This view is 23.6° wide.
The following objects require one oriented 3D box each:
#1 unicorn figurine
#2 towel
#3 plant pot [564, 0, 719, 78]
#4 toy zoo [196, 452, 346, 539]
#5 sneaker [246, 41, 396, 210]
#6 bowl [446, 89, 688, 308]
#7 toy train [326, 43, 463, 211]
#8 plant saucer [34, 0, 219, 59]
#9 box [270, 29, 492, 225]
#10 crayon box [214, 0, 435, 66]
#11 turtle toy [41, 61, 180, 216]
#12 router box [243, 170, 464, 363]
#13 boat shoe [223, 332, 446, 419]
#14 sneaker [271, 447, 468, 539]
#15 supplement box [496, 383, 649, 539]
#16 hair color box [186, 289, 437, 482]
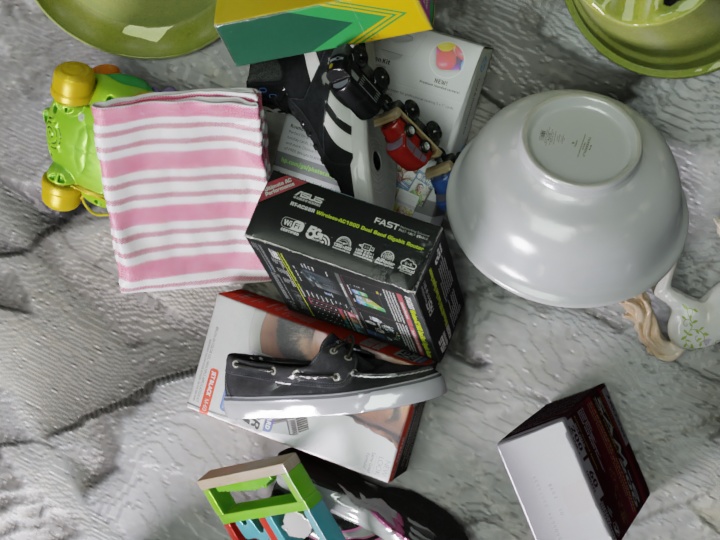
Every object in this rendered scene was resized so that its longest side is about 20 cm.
[{"bbox_3d":[0.313,0.018,1.413,0.200,0.074,0.138,-24,88,34],"label":"unicorn figurine"},{"bbox_3d":[-0.148,-0.064,1.482,0.146,0.030,0.200,-5,125,-2],"label":"towel"},{"bbox_3d":[0.234,-0.252,1.347,0.200,0.184,0.201,2,96,18],"label":"plant pot"},{"bbox_3d":[-0.053,0.256,1.522,0.131,0.020,0.200,-17,106,48],"label":"toy zoo"},{"bbox_3d":[-0.037,-0.126,1.468,0.112,0.073,0.201,-9,84,21],"label":"sneaker"},{"bbox_3d":[0.171,-0.077,1.375,0.200,0.090,0.202,2,54,-2],"label":"bowl"},{"bbox_3d":[0.042,-0.108,1.425,0.034,0.046,0.200,-18,128,43],"label":"toy train"},{"bbox_3d":[-0.198,-0.271,1.512,0.199,0.031,0.200,3,138,3],"label":"plant saucer"},{"bbox_3d":[0.012,-0.120,1.506,0.155,0.041,0.201,18,101,15],"label":"box"},{"bbox_3d":[-0.023,-0.274,1.437,0.172,0.058,0.200,-7,53,18],"label":"crayon box"},{"bbox_3d":[-0.193,-0.110,1.539,0.199,0.101,0.146,22,124,12],"label":"turtle toy"},{"bbox_3d":[0.000,0.000,1.433,0.149,0.200,0.062,20,75,15],"label":"router box"},{"bbox_3d":[-0.026,0.086,1.462,0.199,0.070,0.066,-6,93,25],"label":"boat shoe"},{"bbox_3d":[0.006,0.235,1.532,0.200,0.080,0.087,29,115,21],"label":"sneaker"},{"bbox_3d":[0.176,0.163,1.395,0.061,0.200,0.109,-23,88,17],"label":"supplement box"},{"bbox_3d":[-0.043,0.100,1.532,0.199,0.064,0.111,18,99,14],"label":"hair color box"}]
